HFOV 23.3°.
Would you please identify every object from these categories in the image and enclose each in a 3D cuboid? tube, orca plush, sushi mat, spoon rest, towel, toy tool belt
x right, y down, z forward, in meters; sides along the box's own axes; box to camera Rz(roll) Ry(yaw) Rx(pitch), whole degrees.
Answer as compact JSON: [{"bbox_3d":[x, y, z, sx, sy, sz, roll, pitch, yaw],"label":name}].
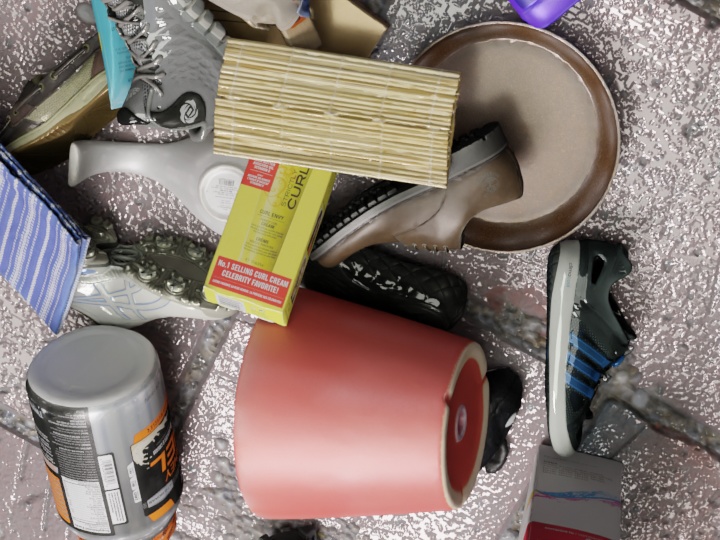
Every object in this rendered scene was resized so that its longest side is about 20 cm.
[{"bbox_3d":[-0.200,-0.241,1.463,0.077,0.050,0.202,-16,92,-25],"label":"tube"},{"bbox_3d":[0.063,0.164,1.566,0.199,0.071,0.106,-27,102,20],"label":"orca plush"},{"bbox_3d":[-0.020,-0.128,1.417,0.198,0.012,0.097,9,91,5],"label":"sushi mat"},{"bbox_3d":[-0.153,-0.084,1.530,0.198,0.061,0.100,11,110,7],"label":"spoon rest"},{"bbox_3d":[-0.322,-0.050,1.542,0.200,0.024,0.145,45,142,14],"label":"towel"},{"bbox_3d":[-0.038,-0.281,1.412,0.122,0.125,0.201,28,96,-33],"label":"toy tool belt"}]

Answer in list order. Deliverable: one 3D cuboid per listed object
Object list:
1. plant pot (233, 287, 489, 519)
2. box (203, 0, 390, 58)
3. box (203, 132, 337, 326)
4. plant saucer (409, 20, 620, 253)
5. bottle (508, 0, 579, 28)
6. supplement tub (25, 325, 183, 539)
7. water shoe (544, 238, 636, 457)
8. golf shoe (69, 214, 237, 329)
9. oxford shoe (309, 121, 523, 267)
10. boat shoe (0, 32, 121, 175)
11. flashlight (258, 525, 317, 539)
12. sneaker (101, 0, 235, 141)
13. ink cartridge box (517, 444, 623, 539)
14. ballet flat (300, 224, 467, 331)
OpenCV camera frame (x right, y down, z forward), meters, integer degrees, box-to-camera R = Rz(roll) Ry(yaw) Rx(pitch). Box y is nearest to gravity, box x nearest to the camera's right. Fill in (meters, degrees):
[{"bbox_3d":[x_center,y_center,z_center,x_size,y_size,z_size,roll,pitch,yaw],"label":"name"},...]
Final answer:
[{"bbox_3d":[0.008,0.121,1.483,0.175,0.200,0.203,5,111,20],"label":"plant pot"},{"bbox_3d":[-0.099,-0.202,1.497,0.199,0.021,0.164,35,112,-2],"label":"box"},{"bbox_3d":[-0.064,-0.062,1.444,0.075,0.050,0.202,18,76,5],"label":"box"},{"bbox_3d":[0.122,-0.114,1.476,0.198,0.032,0.202,4,110,12],"label":"plant saucer"},{"bbox_3d":[0.110,-0.292,1.395,0.083,0.065,0.200,-38,98,16],"label":"bottle"},{"bbox_3d":[-0.228,0.161,1.588,0.121,0.123,0.202,3,127,11],"label":"supplement tub"},{"bbox_3d":[0.199,0.072,1.504,0.078,0.072,0.202,0,113,4],"label":"water shoe"},{"bbox_3d":[-0.200,0.018,1.583,0.198,0.078,0.098,17,129,12],"label":"golf shoe"},{"bbox_3d":[0.046,-0.042,1.464,0.199,0.073,0.085,-26,105,19],"label":"oxford shoe"},{"bbox_3d":[-0.268,-0.143,1.536,0.199,0.073,0.065,-29,75,29],"label":"boat shoe"},{"bbox_3d":[-0.066,0.348,1.664,0.067,0.068,0.202,-3,110,16],"label":"flashlight"},{"bbox_3d":[-0.176,-0.180,1.415,0.200,0.075,0.116,43,71,-30],"label":"sneaker"},{"bbox_3d":[0.173,0.262,1.508,0.085,0.200,0.149,12,112,7],"label":"ink cartridge box"},{"bbox_3d":[0.000,0.000,1.543,0.199,0.057,0.067,26,136,8],"label":"ballet flat"}]
